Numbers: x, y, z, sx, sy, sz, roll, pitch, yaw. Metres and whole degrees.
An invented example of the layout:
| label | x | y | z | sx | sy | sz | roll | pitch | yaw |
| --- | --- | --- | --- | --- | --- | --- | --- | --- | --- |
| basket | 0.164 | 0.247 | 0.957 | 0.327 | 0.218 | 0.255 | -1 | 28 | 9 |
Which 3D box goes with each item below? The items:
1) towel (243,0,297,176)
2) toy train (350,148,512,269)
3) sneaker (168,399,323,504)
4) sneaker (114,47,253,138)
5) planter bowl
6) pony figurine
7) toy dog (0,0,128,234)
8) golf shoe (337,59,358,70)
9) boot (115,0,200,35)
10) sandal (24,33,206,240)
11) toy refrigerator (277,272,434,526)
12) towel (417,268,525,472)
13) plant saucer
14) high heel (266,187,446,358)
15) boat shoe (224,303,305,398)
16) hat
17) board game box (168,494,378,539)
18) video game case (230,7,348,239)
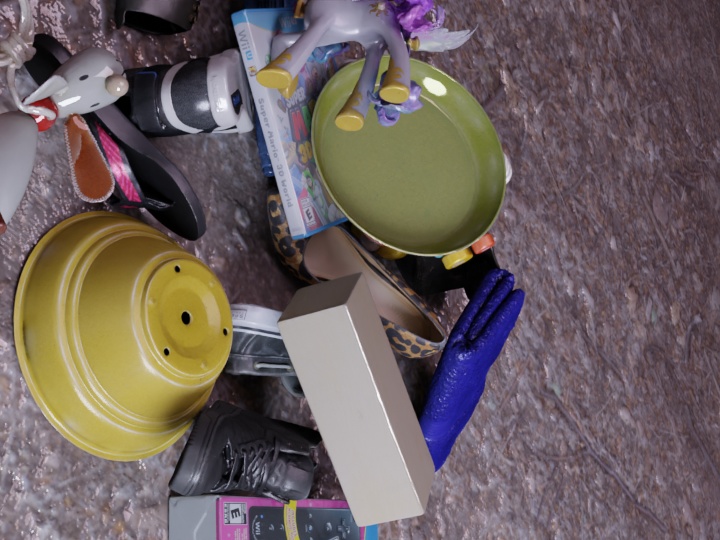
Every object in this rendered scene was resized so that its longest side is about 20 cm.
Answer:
| label | x | y | z | sx | sy | sz | roll | pitch | yaw |
| --- | --- | --- | --- | --- | --- | --- | --- | --- | --- |
| towel | -0.065 | -0.180 | 1.070 | 0.112 | 0.048 | 0.200 | 19 | 61 | -67 |
| toy train | 0.044 | -0.079 | 1.101 | 0.056 | 0.200 | 0.150 | -13 | 114 | -60 |
| sneaker | -0.081 | 0.148 | 0.874 | 0.200 | 0.104 | 0.060 | -70 | -175 | -86 |
| sneaker | -0.154 | -0.149 | 0.941 | 0.200 | 0.112 | 0.073 | -85 | 168 | -84 |
| planter bowl | -0.159 | 0.042 | 0.856 | 0.200 | 0.083 | 0.201 | 23 | 60 | -48 |
| pony figurine | 0.010 | -0.218 | 0.953 | 0.167 | 0.193 | 0.200 | 97 | 1 | -58 |
| toy dog | -0.224 | -0.082 | 0.746 | 0.200 | 0.096 | 0.132 | -61 | 145 | -13 |
| golf shoe | 0.038 | -0.176 | 1.221 | 0.200 | 0.073 | 0.092 | 30 | 22 | -38 |
| boot | -0.137 | -0.267 | 0.995 | 0.200 | 0.077 | 0.139 | 1 | 81 | -32 |
| sandal | -0.200 | -0.092 | 0.864 | 0.200 | 0.075 | 0.045 | 50 | 57 | -19 |
| toy refrigerator | -0.003 | 0.111 | 0.948 | 0.076 | 0.070 | 0.200 | -63 | 135 | -66 |
| towel | 0.105 | 0.109 | 1.120 | 0.148 | 0.050 | 0.200 | -55 | 165 | -47 |
| plant saucer | 0.042 | -0.103 | 1.021 | 0.200 | 0.031 | 0.200 | 9 | 67 | -23 |
| high heel | 0.000 | 0.000 | 1.029 | 0.071 | 0.143 | 0.200 | -49 | 123 | -18 |
| boat shoe | -0.054 | 0.081 | 1.010 | 0.200 | 0.072 | 0.071 | 17 | 80 | -44 |
| hat | 0.079 | -0.023 | 1.185 | 0.081 | 0.201 | 0.201 | -30 | 107 | -12 |
| board game box | -0.067 | 0.264 | 0.926 | 0.200 | 0.064 | 0.148 | 17 | 66 | -51 |
| video game case | -0.048 | -0.139 | 1.007 | 0.143 | 0.018 | 0.200 | -27 | 104 | -60 |
